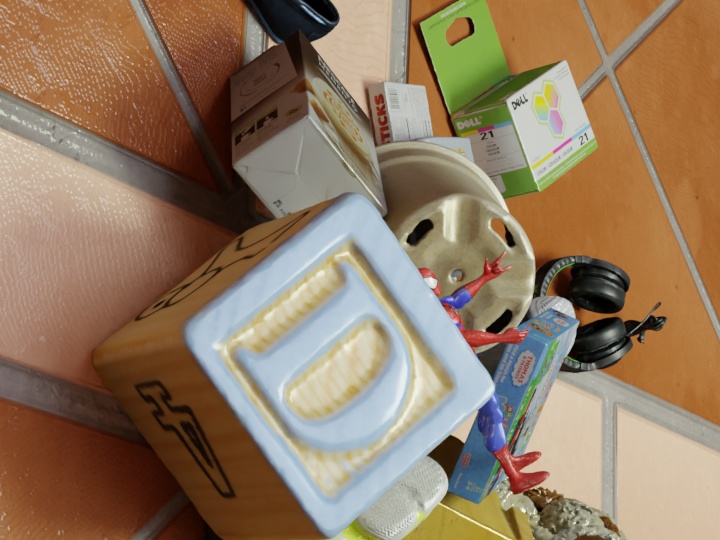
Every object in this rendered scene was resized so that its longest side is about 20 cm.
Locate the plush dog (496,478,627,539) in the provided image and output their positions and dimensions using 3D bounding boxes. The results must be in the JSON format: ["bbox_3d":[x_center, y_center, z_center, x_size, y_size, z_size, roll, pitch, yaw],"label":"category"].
[{"bbox_3d":[0.192,0.279,1.873,0.172,0.200,0.161,-10,121,-44],"label":"plush dog"}]

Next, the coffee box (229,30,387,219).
[{"bbox_3d":[-0.047,-0.110,1.646,0.114,0.080,0.200,51,13,-25],"label":"coffee box"}]

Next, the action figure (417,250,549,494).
[{"bbox_3d":[0.111,0.070,1.546,0.200,0.099,0.065,57,4,-17],"label":"action figure"}]

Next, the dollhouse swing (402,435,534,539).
[{"bbox_3d":[0.024,0.225,1.708,0.200,0.176,0.182,28,92,-21],"label":"dollhouse swing"}]

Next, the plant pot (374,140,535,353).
[{"bbox_3d":[0.060,-0.006,1.652,0.200,0.183,0.201,-1,97,-11],"label":"plant pot"}]

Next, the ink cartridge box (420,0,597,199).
[{"bbox_3d":[0.155,-0.190,2.013,0.148,0.076,0.200,-37,110,-51],"label":"ink cartridge box"}]

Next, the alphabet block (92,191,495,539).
[{"bbox_3d":[-0.056,0.079,1.493,0.195,0.200,0.197,-38,100,-25],"label":"alphabet block"}]

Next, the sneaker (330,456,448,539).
[{"bbox_3d":[-0.019,0.222,1.567,0.200,0.105,0.076,-27,61,-18],"label":"sneaker"}]

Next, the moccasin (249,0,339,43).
[{"bbox_3d":[-0.084,-0.294,1.741,0.200,0.068,0.081,50,47,-30],"label":"moccasin"}]

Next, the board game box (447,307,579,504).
[{"bbox_3d":[0.137,0.115,1.708,0.152,0.037,0.200,-68,169,10],"label":"board game box"}]

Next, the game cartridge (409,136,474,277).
[{"bbox_3d":[0.086,-0.061,1.845,0.200,0.041,0.133,-17,92,-76],"label":"game cartridge"}]

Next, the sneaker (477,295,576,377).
[{"bbox_3d":[0.109,0.076,1.852,0.200,0.114,0.076,-25,111,-41],"label":"sneaker"}]

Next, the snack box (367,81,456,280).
[{"bbox_3d":[0.051,-0.083,1.890,0.072,0.024,0.200,-1,80,-55],"label":"snack box"}]

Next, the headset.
[{"bbox_3d":[0.250,0.051,2.089,0.200,0.094,0.124,5,79,-36],"label":"headset"}]

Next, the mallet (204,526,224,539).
[{"bbox_3d":[-0.117,0.149,1.600,0.066,0.041,0.200,-11,83,-49],"label":"mallet"}]
